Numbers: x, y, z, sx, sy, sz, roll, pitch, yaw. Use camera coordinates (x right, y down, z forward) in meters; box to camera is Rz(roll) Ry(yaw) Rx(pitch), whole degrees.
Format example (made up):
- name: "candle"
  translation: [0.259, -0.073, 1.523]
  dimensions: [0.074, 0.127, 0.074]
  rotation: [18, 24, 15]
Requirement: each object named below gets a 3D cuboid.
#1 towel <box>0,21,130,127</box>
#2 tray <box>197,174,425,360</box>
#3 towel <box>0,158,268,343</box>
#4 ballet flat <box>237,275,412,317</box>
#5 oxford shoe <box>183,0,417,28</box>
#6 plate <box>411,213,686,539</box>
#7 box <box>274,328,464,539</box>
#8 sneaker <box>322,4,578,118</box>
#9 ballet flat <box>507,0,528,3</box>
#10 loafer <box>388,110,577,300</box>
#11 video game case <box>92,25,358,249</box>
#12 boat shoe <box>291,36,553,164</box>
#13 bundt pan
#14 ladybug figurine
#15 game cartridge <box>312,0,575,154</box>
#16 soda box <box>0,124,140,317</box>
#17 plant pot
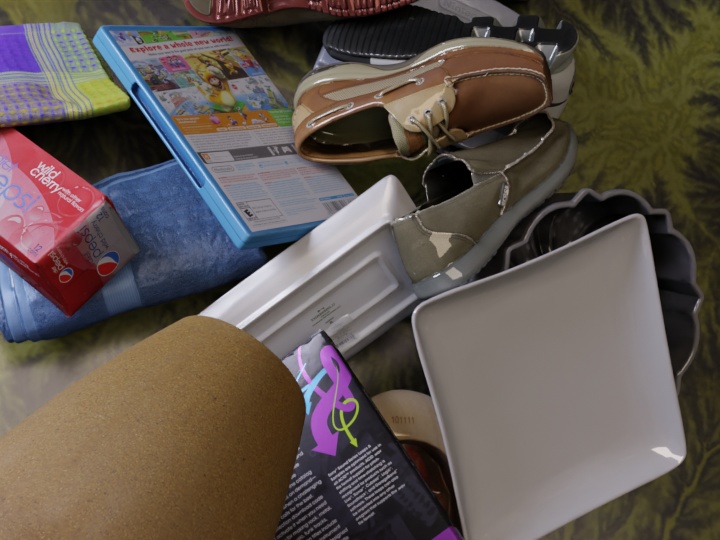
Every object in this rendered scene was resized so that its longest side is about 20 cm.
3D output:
- name: "towel"
  translation: [-0.275, -0.142, 1.013]
  dimensions: [0.197, 0.023, 0.144]
  rotation: [-5, 34, -23]
- name: "tray"
  translation: [-0.028, 0.029, 1.022]
  dimensions: [0.199, 0.022, 0.108]
  rotation: [-36, 123, 1]
- name: "towel"
  translation: [-0.171, -0.020, 1.021]
  dimensions: [0.198, 0.049, 0.113]
  rotation: [-16, 56, -8]
- name: "ballet flat"
  translation: [0.000, 0.000, 1.076]
  dimensions: [0.197, 0.071, 0.066]
  rotation: [4, 67, -20]
- name: "oxford shoe"
  translation: [-0.036, -0.225, 1.093]
  dimensions: [0.197, 0.075, 0.072]
  rotation: [-2, 91, 4]
- name: "plate"
  translation: [0.134, 0.082, 1.003]
  dimensions: [0.198, 0.032, 0.202]
  rotation: [-22, 109, -23]
- name: "box"
  translation: [-0.028, 0.162, 0.975]
  dimensions: [0.142, 0.036, 0.201]
  rotation: [-35, 71, 2]
- name: "sneaker"
  translation: [0.066, -0.149, 1.087]
  dimensions: [0.197, 0.089, 0.075]
  rotation: [10, 45, 15]
- name: "ballet flat"
  translation: [0.061, -0.275, 1.171]
  dimensions: [0.199, 0.057, 0.067]
  rotation: [31, 85, 3]
- name: "loafer"
  translation: [0.089, -0.063, 1.012]
  dimensions: [0.070, 0.075, 0.200]
  rotation: [53, 50, -13]
- name: "video game case"
  translation: [-0.092, -0.103, 1.038]
  dimensions: [0.142, 0.018, 0.201]
  rotation: [-12, 60, -52]
- name: "boat shoe"
  translation: [0.042, -0.112, 1.029]
  dimensions: [0.197, 0.076, 0.074]
  rotation: [-8, 45, 21]
- name: "bundt pan"
  translation: [0.158, 0.034, 1.066]
  dimensions: [0.199, 0.076, 0.205]
  rotation: [-5, 101, -25]
- name: "ladybug figurine"
  translation: [0.029, 0.191, 1.027]
  dimensions: [0.134, 0.072, 0.203]
  rotation: [3, 75, -11]
- name: "game cartridge"
  translation: [0.069, -0.165, 1.145]
  dimensions: [0.198, 0.042, 0.134]
  rotation: [24, 68, -6]
- name: "soda box"
  translation: [-0.247, -0.053, 0.983]
  dimensions: [0.199, 0.064, 0.070]
  rotation: [33, 67, 33]
- name: "plant pot"
  translation: [-0.117, 0.126, 0.759]
  dimensions: [0.186, 0.187, 0.201]
  rotation: [37, 58, -1]
